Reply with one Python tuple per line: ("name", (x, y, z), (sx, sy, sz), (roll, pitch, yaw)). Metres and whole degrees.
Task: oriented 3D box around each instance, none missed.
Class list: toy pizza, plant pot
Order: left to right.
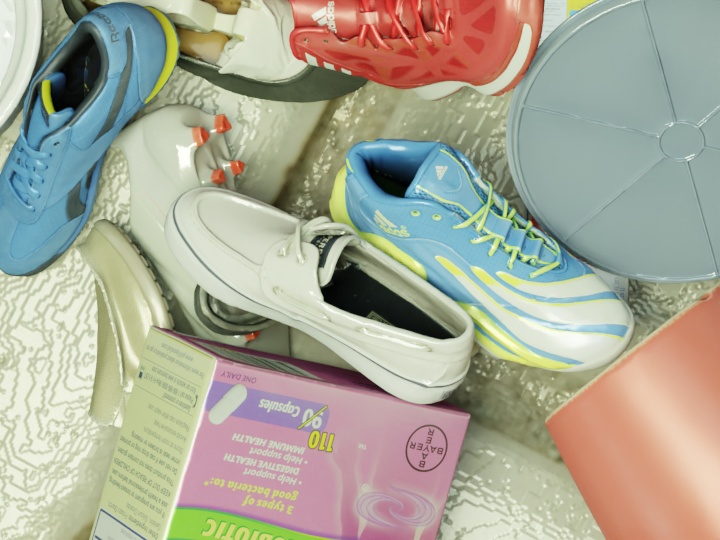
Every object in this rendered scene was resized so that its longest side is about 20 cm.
("toy pizza", (0.184, -0.081, 1.482), (0.200, 0.032, 0.200), (2, 123, 2))
("plant pot", (0.216, 0.113, 1.499), (0.200, 0.200, 0.177), (-37, 85, 0))

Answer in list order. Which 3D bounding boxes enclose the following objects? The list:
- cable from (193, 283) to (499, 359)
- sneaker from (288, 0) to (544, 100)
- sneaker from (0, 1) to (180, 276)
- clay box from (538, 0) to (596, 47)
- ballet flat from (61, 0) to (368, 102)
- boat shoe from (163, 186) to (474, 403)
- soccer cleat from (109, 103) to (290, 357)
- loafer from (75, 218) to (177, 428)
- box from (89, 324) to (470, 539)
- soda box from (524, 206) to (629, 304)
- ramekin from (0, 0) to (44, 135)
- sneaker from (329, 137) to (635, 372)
("cable", (0.000, 0.000, 1.548), (0.200, 0.050, 0.097), (6, 82, -27))
("sneaker", (0.023, -0.140, 1.480), (0.115, 0.200, 0.078), (5, 77, -20))
("sneaker", (-0.186, -0.078, 1.542), (0.066, 0.078, 0.200), (44, 117, 21))
("clay box", (0.141, -0.207, 1.515), (0.115, 0.048, 0.200), (2, 83, 1))
("ballet flat", (-0.089, -0.147, 1.575), (0.200, 0.068, 0.068), (13, 87, 1))
("boat shoe", (-0.023, 0.002, 1.484), (0.200, 0.066, 0.072), (35, 53, 13))
("soccer cleat", (-0.095, -0.004, 1.579), (0.078, 0.069, 0.200), (-13, 96, 31))
("loafer", (-0.137, 0.067, 1.567), (0.068, 0.076, 0.200), (-20, 89, -5))
("box", (-0.055, 0.152, 1.509), (0.176, 0.097, 0.200), (15, 93, -30))
("soda box", (0.133, -0.057, 1.565), (0.063, 0.070, 0.200), (3, 89, 1))
("ramekin", (-0.287, -0.148, 1.565), (0.200, 0.098, 0.201), (0, 88, 1))
("sneaker", (0.065, -0.013, 1.482), (0.200, 0.105, 0.076), (26, 71, 17))
